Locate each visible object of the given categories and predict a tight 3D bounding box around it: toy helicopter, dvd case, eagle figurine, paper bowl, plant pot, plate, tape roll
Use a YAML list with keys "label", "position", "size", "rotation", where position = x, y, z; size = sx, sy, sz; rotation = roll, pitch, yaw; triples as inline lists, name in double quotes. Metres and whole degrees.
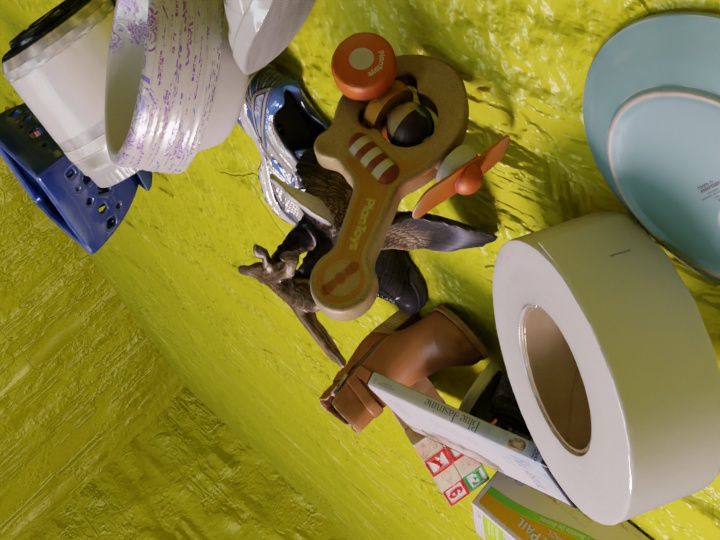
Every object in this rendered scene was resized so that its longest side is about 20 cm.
- label: "toy helicopter"
  position: [0.024, -0.058, 0.611]
  size: [0.130, 0.203, 0.079]
  rotation: [16, 163, 13]
- label: "dvd case"
  position: [0.111, 0.165, 0.855]
  size: [0.197, 0.018, 0.143]
  rotation: [20, 161, 34]
- label: "eagle figurine"
  position: [-0.002, -0.036, 0.732]
  size: [0.154, 0.199, 0.150]
  rotation: [60, 152, -9]
- label: "paper bowl"
  position: [-0.168, -0.191, 0.810]
  size: [0.200, 0.102, 0.206]
  rotation: [-14, 74, 62]
- label: "plant pot"
  position: [-0.473, -0.186, 1.471]
  size: [0.199, 0.180, 0.202]
  rotation: [34, 158, 32]
- label: "plate"
  position: [0.200, -0.050, 0.492]
  size: [0.200, 0.026, 0.201]
  rotation: [42, 160, 18]
- label: "tape roll"
  position: [0.163, 0.065, 0.609]
  size: [0.202, 0.069, 0.207]
  rotation: [163, 91, -81]

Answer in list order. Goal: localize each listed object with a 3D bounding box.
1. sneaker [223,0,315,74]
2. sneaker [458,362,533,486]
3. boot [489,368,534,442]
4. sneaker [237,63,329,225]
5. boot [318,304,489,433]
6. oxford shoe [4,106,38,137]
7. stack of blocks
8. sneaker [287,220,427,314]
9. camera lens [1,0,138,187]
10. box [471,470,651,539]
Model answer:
- label: "sneaker"
  position: [-0.090, -0.249, 0.677]
  size: [0.116, 0.073, 0.200]
  rotation: [47, 153, 7]
- label: "sneaker"
  position: [0.164, 0.169, 0.953]
  size: [0.099, 0.071, 0.201]
  rotation: [36, 164, 26]
- label: "boot"
  position: [0.193, 0.128, 0.780]
  size: [0.157, 0.079, 0.212]
  rotation: [40, 161, 20]
- label: "sneaker"
  position: [-0.060, -0.111, 0.874]
  size: [0.084, 0.077, 0.202]
  rotation: [21, 149, 44]
- label: "boot"
  position: [0.044, 0.115, 0.965]
  size: [0.074, 0.155, 0.199]
  rotation: [51, 161, -14]
- label: "oxford shoe"
  position: [-0.807, -0.306, 2.141]
  size: [0.201, 0.072, 0.071]
  rotation: [52, 161, -13]
- label: "stack of blocks"
  position: [0.073, 0.174, 1.080]
  size: [0.116, 0.058, 0.200]
  rotation: [59, 177, -32]
- label: "sneaker"
  position: [0.002, 0.001, 0.909]
  size: [0.060, 0.104, 0.201]
  rotation: [30, 155, 38]
- label: "camera lens"
  position: [-0.333, -0.228, 1.103]
  size: [0.159, 0.160, 0.202]
  rotation: [16, 144, 57]
- label: "box"
  position: [0.237, 0.314, 1.022]
  size: [0.199, 0.101, 0.113]
  rotation: [37, 160, 28]
